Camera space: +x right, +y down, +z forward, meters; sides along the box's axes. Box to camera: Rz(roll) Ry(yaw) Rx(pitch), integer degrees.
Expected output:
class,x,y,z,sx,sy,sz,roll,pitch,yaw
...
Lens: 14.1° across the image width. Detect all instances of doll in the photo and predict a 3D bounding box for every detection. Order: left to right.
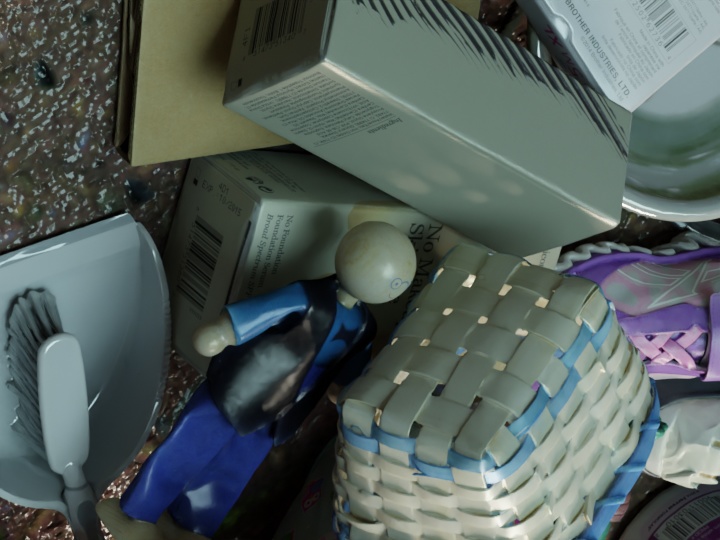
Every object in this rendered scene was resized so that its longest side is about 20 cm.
class,x,y,z,sx,sy,sz,roll,pitch,yaw
doll,-0.042,0.055,1.418,0.200,0.048,0.136,-53,147,15

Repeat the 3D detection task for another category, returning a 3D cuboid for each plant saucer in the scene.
class,x,y,z,sx,sy,sz,roll,pitch,yaw
plant saucer,0.170,-0.128,1.543,0.199,0.050,0.201,-4,101,-22

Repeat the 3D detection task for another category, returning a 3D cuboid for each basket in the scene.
class,x,y,z,sx,sy,sz,roll,pitch,yaw
basket,0.071,0.096,1.452,0.176,0.139,0.200,-52,141,-33

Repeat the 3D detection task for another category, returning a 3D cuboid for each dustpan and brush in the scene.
class,x,y,z,sx,sy,sz,roll,pitch,yaw
dustpan and brush,-0.147,0.087,1.449,0.139,0.057,0.201,-21,125,-26

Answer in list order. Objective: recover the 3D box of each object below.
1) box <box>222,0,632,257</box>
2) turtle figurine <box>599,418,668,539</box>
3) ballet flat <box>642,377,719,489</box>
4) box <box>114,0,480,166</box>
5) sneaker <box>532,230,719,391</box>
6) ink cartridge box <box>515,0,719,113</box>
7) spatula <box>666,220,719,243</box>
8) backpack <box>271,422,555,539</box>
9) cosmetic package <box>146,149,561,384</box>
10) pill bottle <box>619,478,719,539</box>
class,x,y,z,sx,sy,sz,roll,pitch,yaw
box,0.035,-0.079,1.416,0.200,0.082,0.069,27,60,-35
turtle figurine,0.122,0.172,1.628,0.101,0.149,0.201,-16,113,-50
ballet flat,0.215,0.093,1.680,0.199,0.073,0.073,4,113,-22
box,-0.025,-0.140,1.435,0.199,0.021,0.164,-10,119,-32
sneaker,0.168,0.031,1.606,0.200,0.088,0.081,-15,125,-42
ink cartridge box,0.166,-0.184,1.483,0.200,0.042,0.119,-39,111,-10
spatula,0.196,-0.024,1.607,0.200,0.021,0.057,26,54,-12
backpack,0.016,0.183,1.561,0.126,0.167,0.200,30,87,-42
cosmetic package,0.000,0.000,1.499,0.199,0.071,0.106,1,114,-36
pill bottle,0.245,0.213,1.707,0.112,0.200,0.113,-17,124,-27
